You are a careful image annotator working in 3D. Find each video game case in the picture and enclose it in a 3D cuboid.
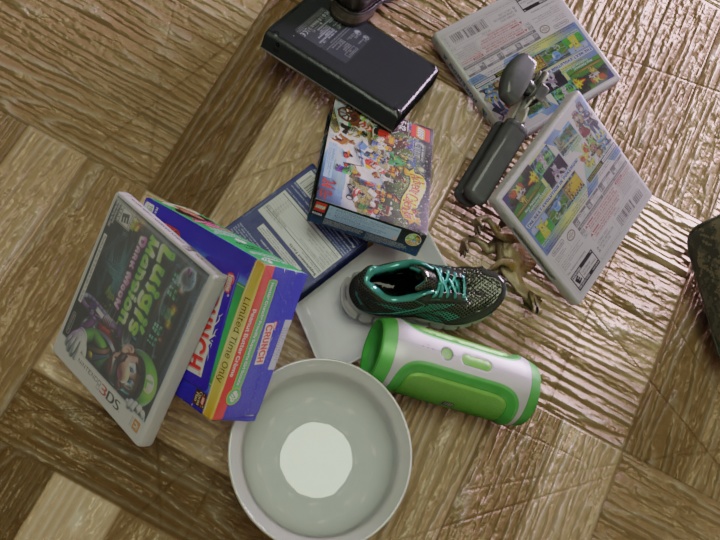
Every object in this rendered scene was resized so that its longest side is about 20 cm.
[{"bbox_3d":[0.225,-0.285,1.258,0.199,0.022,0.183,-30,79,-18],"label":"video game case"},{"bbox_3d":[0.268,-0.092,1.167,0.183,0.022,0.200,48,67,-20],"label":"video game case"},{"bbox_3d":[-0.237,0.048,0.968,0.181,0.023,0.202,36,107,33],"label":"video game case"}]

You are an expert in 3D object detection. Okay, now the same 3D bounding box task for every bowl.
[{"bbox_3d":[-0.047,0.205,1.019,0.198,0.090,0.204,2,72,-7],"label":"bowl"}]

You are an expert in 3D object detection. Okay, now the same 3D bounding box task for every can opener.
[{"bbox_3d":[0.169,-0.177,1.156,0.067,0.053,0.201,36,77,-17],"label":"can opener"}]

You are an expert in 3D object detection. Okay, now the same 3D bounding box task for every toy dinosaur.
[{"bbox_3d":[0.180,-0.037,1.169,0.100,0.058,0.203,4,71,-25],"label":"toy dinosaur"}]

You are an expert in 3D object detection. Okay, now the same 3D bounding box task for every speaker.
[{"bbox_3d":[0.103,0.117,1.064,0.198,0.088,0.090,18,69,-14],"label":"speaker"}]

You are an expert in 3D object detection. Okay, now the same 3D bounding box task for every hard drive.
[{"bbox_3d":[-0.009,-0.271,1.186,0.199,0.033,0.140,33,46,5],"label":"hard drive"}]

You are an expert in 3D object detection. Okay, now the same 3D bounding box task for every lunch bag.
[{"bbox_3d":[0.524,0.017,1.154,0.166,0.139,0.203,-6,75,-29],"label":"lunch bag"}]

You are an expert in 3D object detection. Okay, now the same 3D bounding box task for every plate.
[{"bbox_3d":[0.000,0.000,1.127,0.198,0.032,0.202,-24,77,-15],"label":"plate"}]

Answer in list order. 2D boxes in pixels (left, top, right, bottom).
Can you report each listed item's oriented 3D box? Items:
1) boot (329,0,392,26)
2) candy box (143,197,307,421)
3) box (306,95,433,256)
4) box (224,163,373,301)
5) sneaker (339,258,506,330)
[{"bbox_3d":[0.034,-0.420,1.183,0.069,0.175,0.201,28,50,2],"label":"boot"},{"bbox_3d":[-0.170,0.039,0.980,0.199,0.077,0.171,26,100,34],"label":"candy box"},{"bbox_3d":[0.016,-0.118,1.114,0.135,0.038,0.201,17,45,-10],"label":"box"},{"bbox_3d":[-0.095,-0.022,1.086,0.199,0.032,0.121,-37,79,-19],"label":"box"},{"bbox_3d":[0.079,0.024,1.067,0.197,0.091,0.079,-3,73,-11],"label":"sneaker"}]
